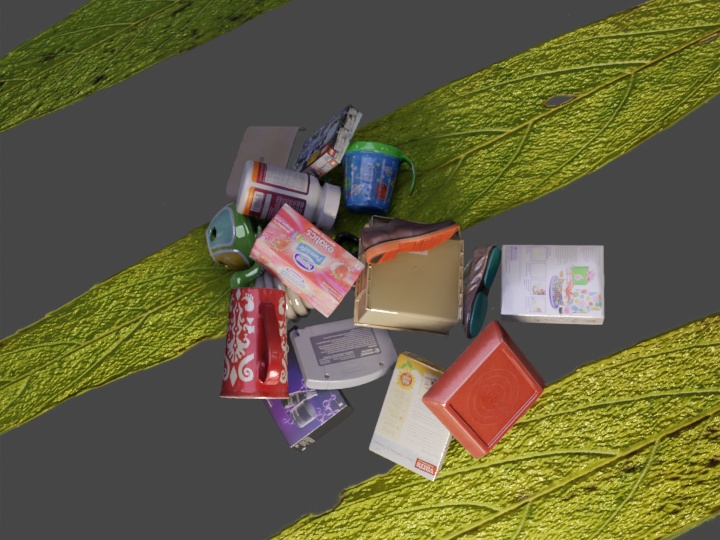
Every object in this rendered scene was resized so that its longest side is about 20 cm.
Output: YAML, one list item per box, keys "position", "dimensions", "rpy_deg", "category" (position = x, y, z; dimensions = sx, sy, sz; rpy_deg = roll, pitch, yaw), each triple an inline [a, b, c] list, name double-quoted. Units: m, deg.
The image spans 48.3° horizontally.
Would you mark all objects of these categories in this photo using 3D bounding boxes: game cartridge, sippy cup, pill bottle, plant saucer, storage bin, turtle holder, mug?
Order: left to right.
- position: [-0.251, -0.053, 1.712]
  dimensions: [0.129, 0.141, 0.189]
  rpy_deg: [-18, 88, 6]
  category: "turtle holder"
- position: [-0.180, 0.137, 1.513]
  dimensions: [0.175, 0.132, 0.204]
  rpy_deg: [-5, 79, 37]
  category: "mug"
- position: [-0.146, -0.149, 1.633]
  dimensions: [0.196, 0.110, 0.112]
  rpy_deg: [13, 71, -13]
  category: "pill bottle"
- position: [-0.029, 0.162, 1.582]
  dimensions: [0.196, 0.041, 0.135]
  rpy_deg: [-9, 55, -21]
  category: "game cartridge"
- position: [0.019, -0.190, 1.702]
  dimensions: [0.176, 0.138, 0.133]
  rpy_deg: [0, 79, 42]
  category: "sippy cup"
- position: [0.096, 0.011, 1.583]
  dimensions: [0.196, 0.094, 0.202]
  rpy_deg: [8, 70, -11]
  category: "storage bin"
- position: [0.237, 0.226, 1.466]
  dimensions: [0.200, 0.200, 0.037]
  rpy_deg: [-46, 30, -6]
  category: "plant saucer"

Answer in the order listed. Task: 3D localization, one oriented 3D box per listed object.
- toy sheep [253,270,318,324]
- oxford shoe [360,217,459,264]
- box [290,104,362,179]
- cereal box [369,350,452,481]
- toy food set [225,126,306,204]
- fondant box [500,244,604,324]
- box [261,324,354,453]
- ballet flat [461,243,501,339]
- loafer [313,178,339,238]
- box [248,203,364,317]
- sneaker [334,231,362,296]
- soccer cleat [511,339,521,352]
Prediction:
- position: [-0.154, 0.050, 1.649]
  dimensions: [0.197, 0.138, 0.140]
  rpy_deg: [-22, 67, 5]
  category: "toy sheep"
- position: [0.094, -0.074, 1.524]
  dimensions: [0.197, 0.071, 0.074]
  rpy_deg: [-14, 70, -18]
  category: "oxford shoe"
- position: [-0.083, -0.252, 1.704]
  dimensions: [0.040, 0.199, 0.139]
  rpy_deg: [33, 59, -20]
  category: "box"
- position: [0.110, 0.273, 1.516]
  dimensions: [0.142, 0.039, 0.203]
  rpy_deg: [22, 102, 20]
  category: "cereal box"
- position: [-0.210, -0.236, 1.812]
  dimensions: [0.141, 0.060, 0.203]
  rpy_deg: [6, 71, 28]
  category: "toy food set"
- position: [0.374, 0.027, 1.572]
  dimensions: [0.196, 0.058, 0.147]
  rpy_deg: [1, 71, 15]
  category: "fondant box"
- position: [-0.124, 0.236, 1.607]
  dimensions: [0.140, 0.079, 0.201]
  rpy_deg: [-35, 67, -4]
  category: "box"
- position: [0.226, 0.041, 1.607]
  dimensions: [0.066, 0.068, 0.203]
  rpy_deg: [7, 66, 36]
  category: "ballet flat"
- position: [-0.079, -0.108, 1.722]
  dimensions: [0.069, 0.070, 0.204]
  rpy_deg: [-15, 67, 17]
  category: "loafer"
- position: [-0.105, -0.018, 1.554]
  dimensions: [0.199, 0.095, 0.103]
  rpy_deg: [38, 65, -2]
  category: "box"
- position: [0.000, 0.000, 1.654]
  dimensions: [0.073, 0.088, 0.202]
  rpy_deg: [-31, 67, 1]
  category: "sneaker"
- position: [0.222, 0.199, 1.550]
  dimensions: [0.197, 0.068, 0.082]
  rpy_deg: [-22, 50, 4]
  category: "soccer cleat"
